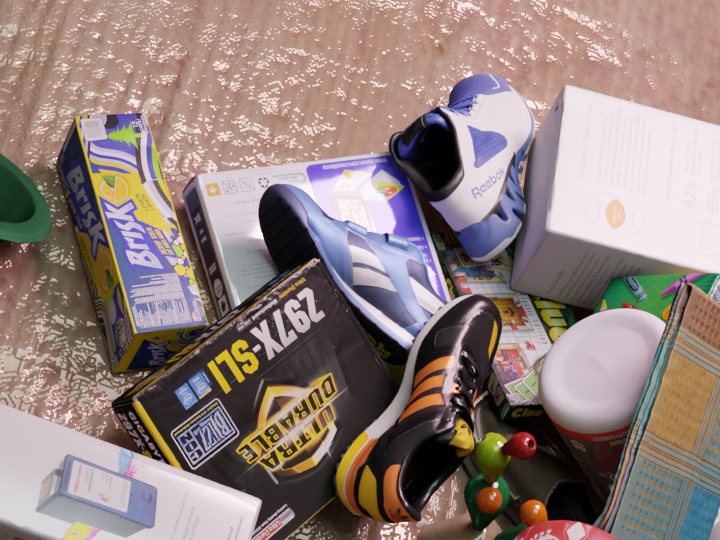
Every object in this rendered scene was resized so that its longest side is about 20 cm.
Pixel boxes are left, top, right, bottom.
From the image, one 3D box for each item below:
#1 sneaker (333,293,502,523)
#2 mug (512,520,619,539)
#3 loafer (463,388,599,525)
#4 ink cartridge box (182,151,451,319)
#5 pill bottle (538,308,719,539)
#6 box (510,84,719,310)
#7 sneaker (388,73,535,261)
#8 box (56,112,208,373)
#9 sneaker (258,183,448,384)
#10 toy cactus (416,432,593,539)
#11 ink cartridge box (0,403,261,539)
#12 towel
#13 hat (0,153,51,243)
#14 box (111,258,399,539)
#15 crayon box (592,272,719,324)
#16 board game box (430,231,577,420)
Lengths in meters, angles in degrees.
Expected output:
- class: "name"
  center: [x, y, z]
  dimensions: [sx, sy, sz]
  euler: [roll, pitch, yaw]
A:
- class: "sneaker"
  center: [0.066, 0.109, 1.447]
  dimensions: [0.070, 0.090, 0.200]
  euler: [46, 69, -34]
- class: "mug"
  center: [0.115, 0.289, 1.302]
  dimensions: [0.133, 0.178, 0.200]
  euler: [30, 41, -2]
- class: "loafer"
  center: [0.151, 0.173, 1.535]
  dimensions: [0.075, 0.070, 0.200]
  euler: [-27, 73, -34]
- class: "ink cartridge box"
  center: [-0.028, 0.005, 1.576]
  dimensions: [0.197, 0.043, 0.201]
  euler: [-8, 68, -27]
- class: "pill bottle"
  center: [0.228, 0.133, 1.509]
  dimensions: [0.200, 0.115, 0.116]
  euler: [55, 40, -40]
- class: "box"
  center: [0.243, -0.047, 1.622]
  dimensions: [0.199, 0.106, 0.153]
  euler: [15, 59, -6]
- class: "sneaker"
  center: [0.087, -0.115, 1.640]
  dimensions: [0.115, 0.080, 0.200]
  euler: [41, 35, -32]
- class: "box"
  center: [-0.184, -0.024, 1.513]
  dimensions: [0.064, 0.070, 0.201]
  euler: [-5, 62, -27]
- class: "sneaker"
  center: [0.000, 0.000, 1.524]
  dimensions: [0.200, 0.074, 0.082]
  euler: [47, 61, -8]
- class: "toy cactus"
  center: [0.117, 0.195, 1.441]
  dimensions: [0.200, 0.164, 0.103]
  euler: [50, 47, -34]
- class: "ink cartridge box"
  center: [-0.190, 0.188, 1.331]
  dimensions: [0.199, 0.145, 0.088]
  euler: [23, 55, -10]
- class: "towel"
  center: [0.243, 0.125, 1.423]
  dimensions: [0.146, 0.022, 0.201]
  euler: [32, 75, -48]
- class: "hat"
  center: [-0.355, -0.007, 1.462]
  dimensions: [0.165, 0.176, 0.200]
  euler: [37, 15, 4]
- class: "box"
  center: [-0.069, 0.110, 1.451]
  dimensions: [0.200, 0.049, 0.160]
  euler: [-37, 100, -31]
- class: "crayon box"
  center: [0.292, 0.087, 1.560]
  dimensions: [0.200, 0.118, 0.058]
  euler: [47, 61, -29]
- class: "board game box"
  center: [0.133, 0.043, 1.607]
  dimensions: [0.104, 0.024, 0.200]
  euler: [1, 45, -27]
